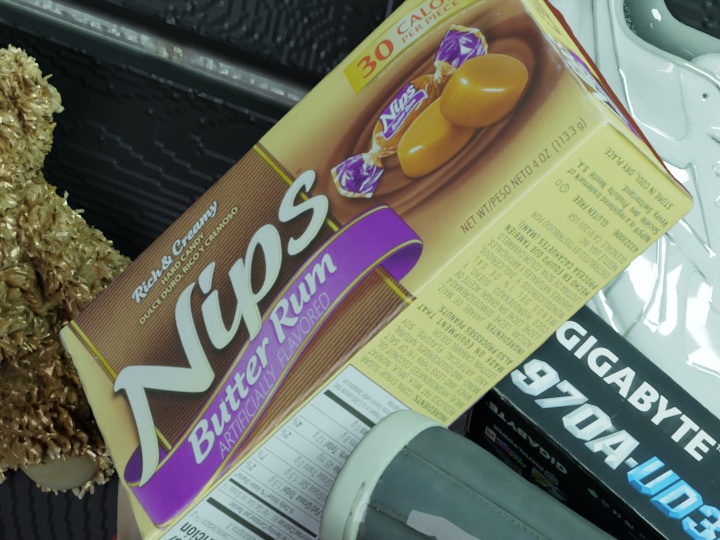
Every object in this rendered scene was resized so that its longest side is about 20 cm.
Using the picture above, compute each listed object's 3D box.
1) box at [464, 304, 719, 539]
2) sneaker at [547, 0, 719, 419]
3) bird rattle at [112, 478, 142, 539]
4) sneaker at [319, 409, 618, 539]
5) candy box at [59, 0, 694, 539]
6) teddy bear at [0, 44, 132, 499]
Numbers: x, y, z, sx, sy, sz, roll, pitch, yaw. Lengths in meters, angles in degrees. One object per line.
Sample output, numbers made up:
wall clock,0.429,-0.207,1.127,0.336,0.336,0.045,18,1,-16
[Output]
box,0.120,0.109,0.978,0.200,0.159,0.046,41,73,16
sneaker,0.110,-0.031,0.991,0.099,0.078,0.200,-30,87,28
bird rattle,-0.061,0.104,1.060,0.113,0.200,0.163,-5,75,30
sneaker,0.060,0.122,0.929,0.106,0.200,0.075,29,79,27
candy box,0.000,0.000,0.943,0.200,0.056,0.117,-42,40,12
teddy bear,-0.149,-0.001,1.157,0.145,0.067,0.200,-15,101,40
